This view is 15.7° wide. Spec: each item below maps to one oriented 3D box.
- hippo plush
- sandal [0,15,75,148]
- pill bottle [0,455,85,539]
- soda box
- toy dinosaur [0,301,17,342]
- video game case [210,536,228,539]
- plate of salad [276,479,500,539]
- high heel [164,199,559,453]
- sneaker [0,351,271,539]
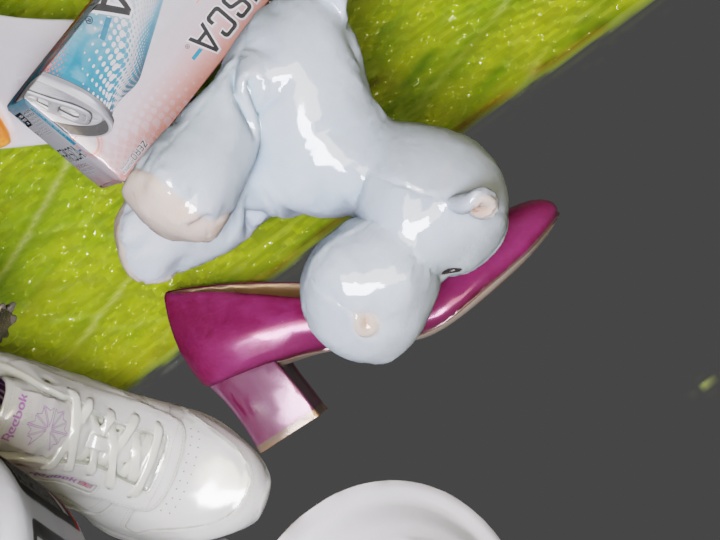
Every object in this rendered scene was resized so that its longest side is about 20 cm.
[{"bbox_3d":[-0.007,-0.044,1.276,0.160,0.159,0.200,36,85,2],"label":"hippo plush"},{"bbox_3d":[-0.190,-0.094,1.337,0.205,0.059,0.080,3,90,-20],"label":"sandal"},{"bbox_3d":[-0.196,0.131,1.186,0.115,0.200,0.117,-2,75,6],"label":"pill bottle"},{"bbox_3d":[-0.087,-0.138,1.305,0.068,0.064,0.200,39,78,-11],"label":"soda box"},{"bbox_3d":[-0.235,0.022,1.261,0.102,0.077,0.201,26,85,27],"label":"toy dinosaur"},{"bbox_3d":[-0.074,0.242,1.265,0.023,0.182,0.201,-19,89,20],"label":"video game case"},{"bbox_3d":[0.007,0.204,1.296,0.199,0.048,0.201,1,89,-37],"label":"plate of salad"},{"bbox_3d":[0.000,0.000,1.322,0.200,0.067,0.096,-35,89,0],"label":"high heel"},{"bbox_3d":[-0.143,0.091,1.308,0.199,0.100,0.075,17,87,0],"label":"sneaker"}]
